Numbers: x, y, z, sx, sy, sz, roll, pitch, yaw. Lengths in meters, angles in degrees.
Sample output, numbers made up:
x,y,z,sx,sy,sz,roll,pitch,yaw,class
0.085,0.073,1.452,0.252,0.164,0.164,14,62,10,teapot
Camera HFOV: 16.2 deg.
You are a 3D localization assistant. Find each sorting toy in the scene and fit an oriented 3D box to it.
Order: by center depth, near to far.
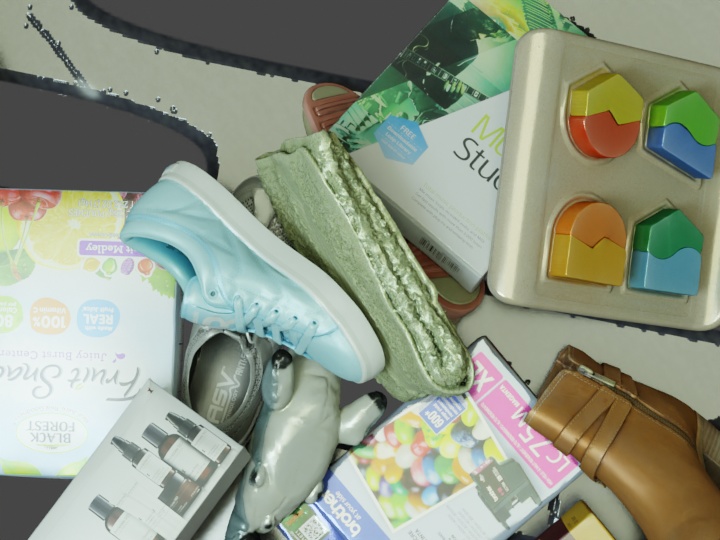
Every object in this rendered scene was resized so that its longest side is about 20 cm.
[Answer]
x,y,z,sx,sy,sz,roll,pitch,yaw,class
0.183,-0.059,1.712,0.200,0.036,0.185,8,88,-34,sorting toy

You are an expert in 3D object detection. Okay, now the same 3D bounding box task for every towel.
x,y,z,sx,sy,sz,roll,pitch,yaw,class
0.000,0.000,1.679,0.036,0.148,0.200,-32,94,-16,towel

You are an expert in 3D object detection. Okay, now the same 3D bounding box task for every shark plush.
x,y,z,sx,sy,sz,roll,pitch,yaw,class
-0.052,0.134,1.750,0.091,0.083,0.200,12,97,-24,shark plush

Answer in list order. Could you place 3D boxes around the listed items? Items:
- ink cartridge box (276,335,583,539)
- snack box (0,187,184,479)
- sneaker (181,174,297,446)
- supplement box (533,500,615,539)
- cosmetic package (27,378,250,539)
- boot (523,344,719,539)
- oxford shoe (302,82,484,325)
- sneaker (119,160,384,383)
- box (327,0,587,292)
x,y,z,sx,sy,sz,roll,pitch,yaw,class
0.049,0.154,1.759,0.200,0.042,0.119,-41,86,3,ink cartridge box
-0.207,0.044,1.760,0.169,0.068,0.200,1,90,2,snack box
-0.078,0.032,1.745,0.075,0.082,0.200,10,89,3,sneaker
0.138,0.297,1.702,0.200,0.133,0.197,-39,87,1,supplement box
-0.166,0.176,1.672,0.083,0.051,0.200,34,82,11,cosmetic package
0.177,0.136,1.681,0.155,0.200,0.074,34,114,-3,boot
0.007,-0.038,1.751,0.071,0.074,0.200,-14,66,-36,oxford shoe
-0.077,0.020,1.680,0.200,0.074,0.082,40,67,12,sneaker
0.082,-0.102,1.728,0.144,0.036,0.200,40,64,3,box
